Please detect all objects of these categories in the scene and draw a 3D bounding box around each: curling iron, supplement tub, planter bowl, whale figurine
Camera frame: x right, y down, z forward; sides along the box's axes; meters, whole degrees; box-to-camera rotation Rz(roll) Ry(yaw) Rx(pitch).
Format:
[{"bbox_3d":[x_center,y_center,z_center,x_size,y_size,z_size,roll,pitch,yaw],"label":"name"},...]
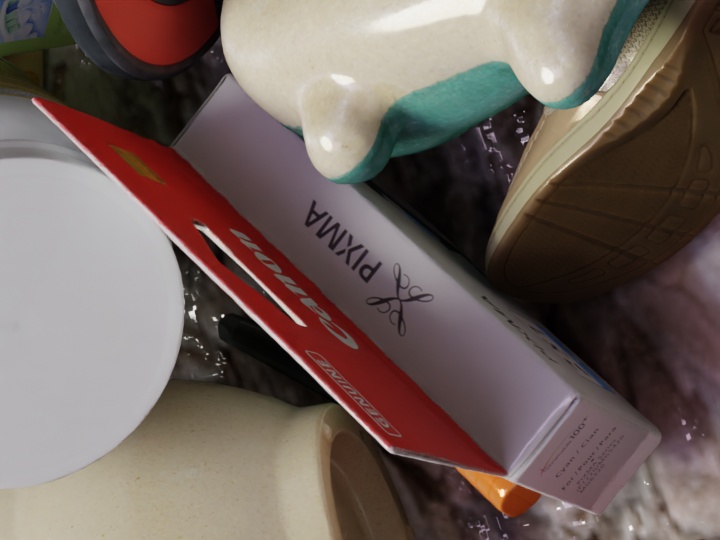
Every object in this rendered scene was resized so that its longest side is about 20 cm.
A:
[{"bbox_3d":[0.016,0.046,0.826,0.200,0.026,0.050,14,90,40],"label":"curling iron"},{"bbox_3d":[-0.158,-0.007,0.773,0.200,0.145,0.146,-146,53,-62],"label":"supplement tub"},{"bbox_3d":[-0.052,0.130,0.813,0.135,0.200,0.200,-19,91,13],"label":"planter bowl"},{"bbox_3d":[0.039,-0.092,0.692,0.200,0.104,0.159,16,75,53],"label":"whale figurine"}]

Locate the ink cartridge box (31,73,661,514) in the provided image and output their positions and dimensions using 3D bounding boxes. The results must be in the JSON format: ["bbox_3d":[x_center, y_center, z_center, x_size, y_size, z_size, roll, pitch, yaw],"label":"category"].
[{"bbox_3d":[0.000,0.000,0.711,0.200,0.176,0.045,43,99,29],"label":"ink cartridge box"}]

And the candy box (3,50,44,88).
[{"bbox_3d":[-0.203,-0.051,0.910,0.055,0.115,0.200,13,111,36],"label":"candy box"}]

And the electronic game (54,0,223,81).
[{"bbox_3d":[-0.071,-0.169,0.719,0.042,0.200,0.200,8,109,17],"label":"electronic game"}]

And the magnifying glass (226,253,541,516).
[{"bbox_3d":[-0.001,0.026,0.786,0.022,0.080,0.200,-48,57,5],"label":"magnifying glass"}]

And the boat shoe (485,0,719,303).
[{"bbox_3d":[0.107,-0.068,0.700,0.200,0.071,0.065,-53,34,35],"label":"boat shoe"}]

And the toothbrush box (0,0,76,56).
[{"bbox_3d":[-0.173,-0.155,0.801,0.146,0.200,0.086,33,122,28],"label":"toothbrush box"}]
